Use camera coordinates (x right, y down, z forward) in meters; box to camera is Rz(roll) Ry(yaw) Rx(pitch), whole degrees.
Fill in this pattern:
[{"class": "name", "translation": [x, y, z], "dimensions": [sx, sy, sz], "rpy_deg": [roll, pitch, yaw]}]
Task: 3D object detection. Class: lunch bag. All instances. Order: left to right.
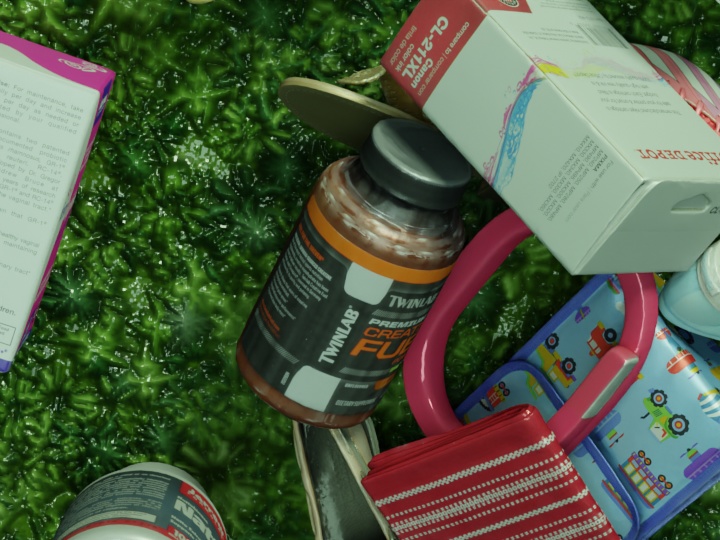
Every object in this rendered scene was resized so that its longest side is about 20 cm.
[{"class": "lunch bag", "translation": [0.155, 0.114, 1.646], "dimensions": [0.200, 0.094, 0.151], "rpy_deg": [-43, 76, 20]}]

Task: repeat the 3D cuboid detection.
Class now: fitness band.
[{"class": "fitness band", "translation": [0.110, 0.044, 1.605], "dimensions": [0.144, 0.037, 0.200], "rpy_deg": [51, 118, 23]}]

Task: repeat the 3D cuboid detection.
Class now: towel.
[{"class": "towel", "translation": [0.106, 0.186, 1.611], "dimensions": [0.144, 0.022, 0.200], "rpy_deg": [-23, 108, 32]}]

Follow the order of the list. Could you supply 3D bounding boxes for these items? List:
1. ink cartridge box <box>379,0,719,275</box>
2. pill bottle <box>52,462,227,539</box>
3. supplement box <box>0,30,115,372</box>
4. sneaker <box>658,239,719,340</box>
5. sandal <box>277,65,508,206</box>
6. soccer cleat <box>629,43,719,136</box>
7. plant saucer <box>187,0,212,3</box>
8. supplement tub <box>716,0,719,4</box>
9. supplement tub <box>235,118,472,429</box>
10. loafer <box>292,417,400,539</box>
[{"class": "ink cartridge box", "translation": [0.131, -0.092, 1.530], "dimensions": [0.200, 0.146, 0.083], "rpy_deg": [50, 118, 26]}, {"class": "pill bottle", "translation": [-0.148, 0.198, 1.624], "dimensions": [0.119, 0.200, 0.120], "rpy_deg": [0, 103, 1]}, {"class": "supplement box", "translation": [-0.244, -0.049, 1.621], "dimensions": [0.103, 0.101, 0.200], "rpy_deg": [18, 103, -3]}, {"class": "sneaker", "translation": [0.282, 0.021, 1.628], "dimensions": [0.200, 0.082, 0.074], "rpy_deg": [16, 62, -33]}, {"class": "sandal", "translation": [0.051, -0.107, 1.630], "dimensions": [0.211, 0.078, 0.070], "rpy_deg": [22, 71, -11]}, {"class": "soccer cleat", "translation": [0.231, -0.087, 1.613], "dimensions": [0.200, 0.076, 0.067], "rpy_deg": [32, 102, -6]}, {"class": "plant saucer", "translation": [-0.041, -0.291, 1.563], "dimensions": [0.200, 0.048, 0.200], "rpy_deg": [-14, 92, 17]}, {"class": "supplement tub", "translation": [0.264, -0.272, 1.535], "dimensions": [0.145, 0.145, 0.200], "rpy_deg": [44, 101, -8]}, {"class": "supplement tub", "translation": [0.000, 0.000, 1.597], "dimensions": [0.107, 0.107, 0.200], "rpy_deg": [25, 121, -4]}, {"class": "loafer", "translation": [-0.006, 0.178, 1.653], "dimensions": [0.072, 0.063, 0.200], "rpy_deg": [-22, 79, 17]}]
